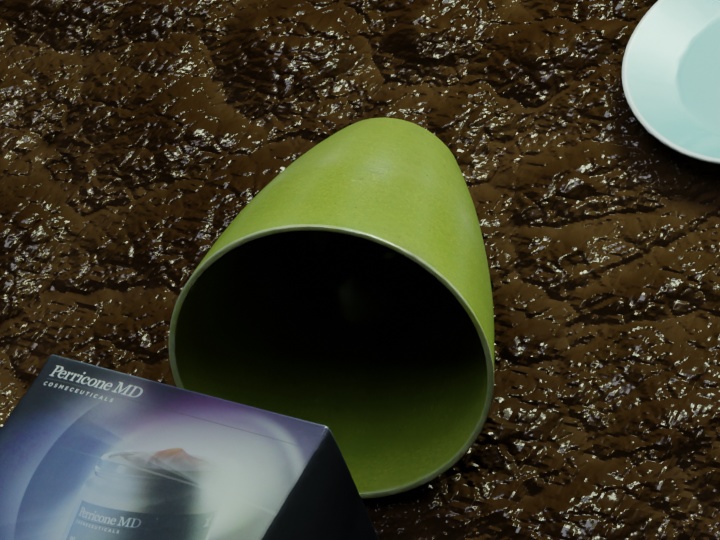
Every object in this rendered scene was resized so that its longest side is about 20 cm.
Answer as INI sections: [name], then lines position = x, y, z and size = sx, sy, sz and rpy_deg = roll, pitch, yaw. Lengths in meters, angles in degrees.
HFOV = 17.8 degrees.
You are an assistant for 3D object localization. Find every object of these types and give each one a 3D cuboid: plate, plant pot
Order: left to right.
[plant pot]
position = 0.000, 0.000, 1.363
size = 0.186, 0.188, 0.200
rpy_deg = -6, 32, 16
[plate]
position = 0.267, -0.133, 1.471
size = 0.199, 0.026, 0.201
rpy_deg = -12, 46, 12

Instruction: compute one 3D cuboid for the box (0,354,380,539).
[box]
position = -0.128, 0.172, 1.272
size = 0.199, 0.124, 0.199
rpy_deg = 12, 53, 29
